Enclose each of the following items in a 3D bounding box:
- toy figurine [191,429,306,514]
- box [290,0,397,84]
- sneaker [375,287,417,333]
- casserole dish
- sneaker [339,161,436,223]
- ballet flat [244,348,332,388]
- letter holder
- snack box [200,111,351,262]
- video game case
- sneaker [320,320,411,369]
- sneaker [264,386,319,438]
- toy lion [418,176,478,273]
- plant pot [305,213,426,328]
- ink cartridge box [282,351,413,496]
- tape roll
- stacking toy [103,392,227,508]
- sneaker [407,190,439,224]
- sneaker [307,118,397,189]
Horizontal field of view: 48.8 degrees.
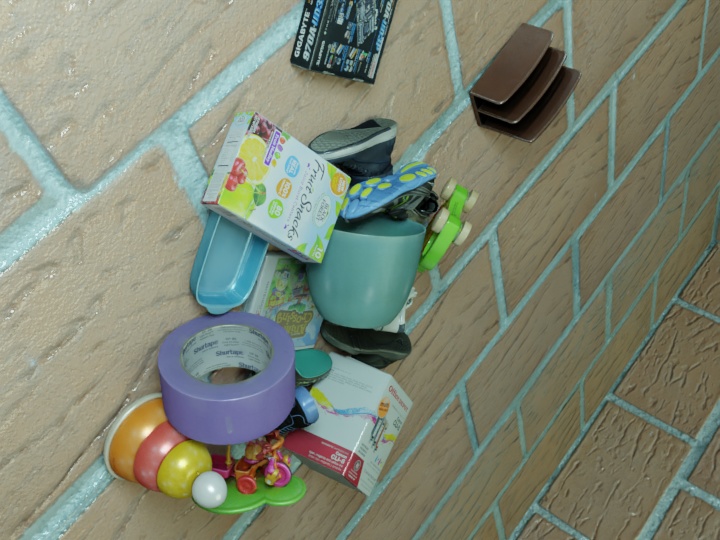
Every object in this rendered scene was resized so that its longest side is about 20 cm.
[{"bbox_3d":[-0.188,0.279,1.300,0.150,0.197,0.187,-58,150,-67],"label":"toy figurine"},{"bbox_3d":[-0.014,-0.387,1.169,0.158,0.046,0.202,-6,117,-52],"label":"box"},{"bbox_3d":[0.071,0.036,1.506,0.073,0.070,0.202,116,-8,-56],"label":"sneaker"},{"bbox_3d":[-0.193,-0.034,1.180,0.121,0.039,0.202,5,109,-55],"label":"casserole dish"},{"bbox_3d":[0.051,-0.114,1.295,0.198,0.070,0.084,-26,132,-36],"label":"sneaker"},{"bbox_3d":[-0.133,0.186,1.407,0.199,0.074,0.075,-6,118,-50],"label":"ballet flat"},{"bbox_3d":[0.334,-0.370,1.573,0.201,0.141,0.101,-52,146,-15],"label":"letter holder"},{"bbox_3d":[-0.116,-0.116,1.139,0.199,0.053,0.144,31,74,-40],"label":"snack box"},{"bbox_3d":[-0.122,0.056,1.356,0.199,0.022,0.184,-2,114,-54],"label":"video game case"},{"bbox_3d":[-0.008,0.149,1.527,0.198,0.077,0.114,14,140,-35],"label":"sneaker"},{"bbox_3d":[-0.135,0.251,1.357,0.077,0.071,0.200,-27,175,-27],"label":"sneaker"},{"bbox_3d":[0.148,-0.067,1.523,0.193,0.068,0.201,-59,-175,34],"label":"toy lion"},{"bbox_3d":[0.000,0.000,1.299,0.199,0.199,0.163,-11,112,-50],"label":"plant pot"},{"bbox_3d":[-0.020,0.283,1.475,0.202,0.143,0.146,-63,148,-19],"label":"ink cartridge box"},{"bbox_3d":[-0.193,0.153,1.164,0.199,0.199,0.086,-31,136,-39],"label":"tape roll"},{"bbox_3d":[-0.265,0.285,1.158,0.146,0.199,0.148,-33,138,-36],"label":"stacking toy"},{"bbox_3d":[0.101,-0.112,1.460,0.200,0.115,0.076,29,90,-57],"label":"sneaker"},{"bbox_3d":[-0.011,-0.160,1.307,0.201,0.076,0.148,-25,129,-45],"label":"sneaker"}]
